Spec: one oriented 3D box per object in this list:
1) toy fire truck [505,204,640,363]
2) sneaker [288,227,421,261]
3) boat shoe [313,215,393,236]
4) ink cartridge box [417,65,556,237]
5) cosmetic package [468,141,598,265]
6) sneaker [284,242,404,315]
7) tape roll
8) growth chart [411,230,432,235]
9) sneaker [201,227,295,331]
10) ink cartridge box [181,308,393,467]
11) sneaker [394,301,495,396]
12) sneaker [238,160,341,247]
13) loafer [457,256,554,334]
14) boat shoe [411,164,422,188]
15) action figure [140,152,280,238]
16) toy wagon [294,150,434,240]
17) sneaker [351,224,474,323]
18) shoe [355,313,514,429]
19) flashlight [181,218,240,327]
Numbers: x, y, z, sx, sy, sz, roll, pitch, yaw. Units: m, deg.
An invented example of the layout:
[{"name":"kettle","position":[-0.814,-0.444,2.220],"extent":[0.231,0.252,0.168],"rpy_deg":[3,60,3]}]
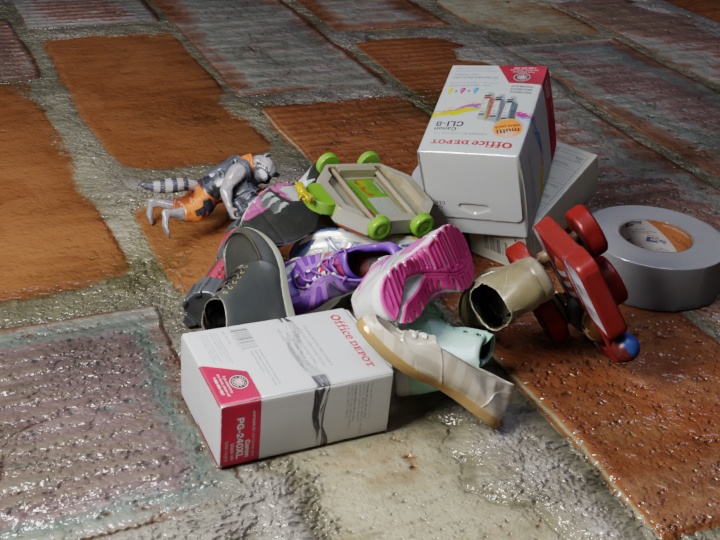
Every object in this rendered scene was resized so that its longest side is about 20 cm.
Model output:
[{"name":"toy fire truck","position":[0.268,0.032,1.337],"extent":[0.111,0.201,0.168],"rpy_deg":[-30,32,2]},{"name":"sneaker","position":[0.000,0.000,1.469],"extent":[0.197,0.076,0.089],"rpy_deg":[1,57,9]},{"name":"boat shoe","position":[0.001,-0.054,1.562],"extent":[0.200,0.087,0.074],"rpy_deg":[21,32,30]},{"name":"ink cartridge box","position":[0.179,-0.167,1.555],"extent":[0.143,0.146,0.201],"rpy_deg":[5,47,20]},{"name":"cosmetic package","position":[0.250,-0.097,1.623],"extent":[0.103,0.074,0.200],"rpy_deg":[24,54,33]},{"name":"sneaker","position":[-0.038,0.000,1.404],"extent":[0.198,0.083,0.082],"rpy_deg":[-18,73,3]},{"name":"tape roll","position":[0.407,-0.020,1.573],"extent":[0.197,0.067,0.201],"rpy_deg":[3,29,-2]},{"name":"growth chart","position":[0.069,-0.083,1.638],"extent":[0.144,0.018,0.200],"rpy_deg":[25,14,-32]},{"name":"sneaker","position":[-0.146,0.017,1.341],"extent":[0.105,0.075,0.201],"rpy_deg":[15,38,-40]},{"name":"ink cartridge box","position":[-0.081,0.122,1.226],"extent":[0.198,0.084,0.145],"rpy_deg":[-8,31,-23]},{"name":"sneaker","position":[0.101,0.075,1.344],"extent":[0.117,0.074,0.201],"rpy_deg":[-1,37,4]},{"name":"sneaker","position":[-0.094,-0.074,1.506],"extent":[0.199,0.086,0.081],"rpy_deg":[-33,87,-45]},{"name":"loafer","position":[0.157,0.036,1.345],"extent":[0.067,0.200,0.077],"rpy_deg":[-27,82,-23]},{"name":"boat shoe","position":[0.139,-0.108,1.692],"extent":[0.071,0.072,0.201],"rpy_deg":[30,18,-26]},{"name":"action figure","position":[-0.201,-0.114,1.589],"extent":[0.192,0.106,0.200],"rpy_deg":[-26,8,-17]},{"name":"toy wagon","position":[-0.002,-0.096,1.467],"extent":[0.198,0.040,0.156],"rpy_deg":[-6,42,-34]},{"name":"sneaker","position":[0.058,0.005,1.309],"extent":[0.088,0.082,0.199],"rpy_deg":[-14,8,42]},{"name":"shoe","position":[0.083,0.098,1.221],"extent":[0.199,0.054,0.070],"rpy_deg":[35,6,-15]},{"name":"flashlight","position":[-0.171,0.000,1.461],"extent":[0.067,0.069,0.200],"rpy_deg":[3,26,10]}]
